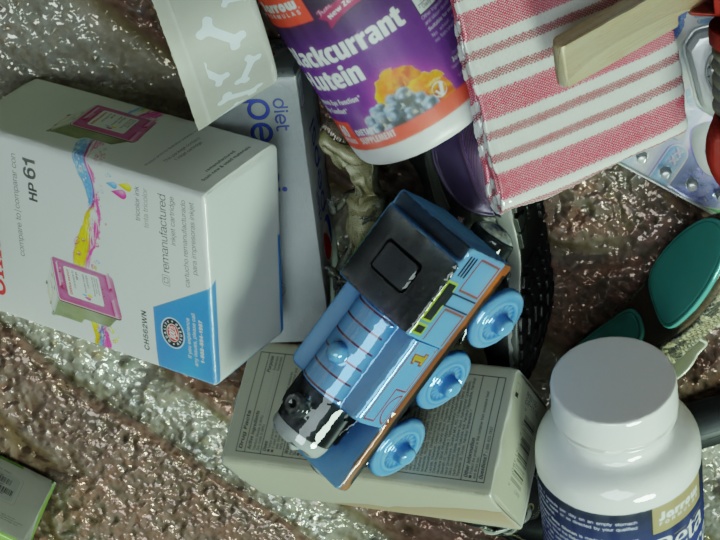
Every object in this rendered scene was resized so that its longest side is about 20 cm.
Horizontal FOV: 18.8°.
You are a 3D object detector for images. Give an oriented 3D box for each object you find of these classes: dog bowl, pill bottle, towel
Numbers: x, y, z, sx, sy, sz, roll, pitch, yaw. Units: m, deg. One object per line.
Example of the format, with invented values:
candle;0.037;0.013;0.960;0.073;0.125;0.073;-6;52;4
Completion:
dog bowl;-0.105;-0.187;1.309;0.058;0.200;0.201;-20;117;-2
pill bottle;-0.004;-0.175;1.345;0.111;0.112;0.200;-25;113;20
pill bottle;0.173;0.144;1.449;0.110;0.111;0.201;-2;131;9
towel;0.123;-0.149;1.329;0.146;0.030;0.201;-22;116;-17

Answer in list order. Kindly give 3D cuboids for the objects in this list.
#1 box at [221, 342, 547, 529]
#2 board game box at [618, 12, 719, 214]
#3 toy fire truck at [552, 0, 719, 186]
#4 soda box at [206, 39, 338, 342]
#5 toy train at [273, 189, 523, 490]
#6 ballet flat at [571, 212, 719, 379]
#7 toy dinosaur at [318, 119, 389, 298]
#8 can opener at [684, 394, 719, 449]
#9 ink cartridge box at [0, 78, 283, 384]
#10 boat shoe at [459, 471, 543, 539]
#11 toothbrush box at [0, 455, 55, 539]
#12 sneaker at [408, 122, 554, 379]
box;0.016;0.111;1.476;0.199;0.095;0.078;7;160;24
board game box;0.242;-0.128;1.390;0.199;0.026;0.200;27;119;-8
toy fire truck;0.228;-0.118;1.323;0.199;0.129;0.177;6;122;17
soda box;-0.058;-0.051;1.451;0.068;0.064;0.201;-2;119;9
toy train;0.019;0.047;1.377;0.200;0.087;0.114;-53;148;9
ballet flat;0.211;0.035;1.471;0.075;0.068;0.200;15;133;-31
toy dinosaur;0.000;0.000;1.442;0.047;0.088;0.201;7;130;21
can opener;0.257;0.097;1.507;0.199;0.079;0.063;-25;152;24
ink cartridge box;-0.156;-0.028;1.421;0.199;0.085;0.145;17;125;29
boat shoe;0.096;0.167;1.556;0.199;0.068;0.072;27;120;-11
toothbrush box;-0.338;0.220;1.630;0.145;0.086;0.201;26;119;-7
sneaker;0.077;-0.016;1.462;0.087;0.076;0.201;5;118;22
